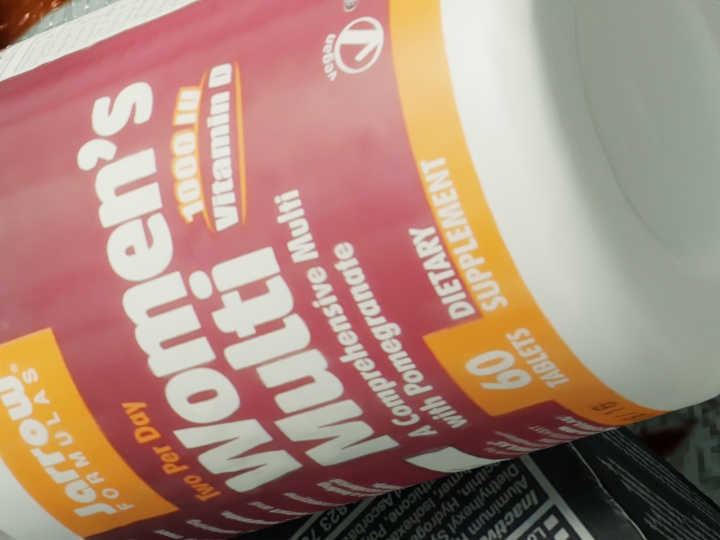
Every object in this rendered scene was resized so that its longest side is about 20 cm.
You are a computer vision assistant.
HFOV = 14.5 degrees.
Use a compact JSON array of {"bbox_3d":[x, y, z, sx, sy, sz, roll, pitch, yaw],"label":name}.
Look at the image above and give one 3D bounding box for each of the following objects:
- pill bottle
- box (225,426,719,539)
[{"bbox_3d":[-0.026,-0.003,0.563,0.199,0.109,0.110,-19,54,30],"label":"pill bottle"},{"bbox_3d":[0.027,0.155,0.581,0.200,0.123,0.199,-45,42,8],"label":"box"}]
